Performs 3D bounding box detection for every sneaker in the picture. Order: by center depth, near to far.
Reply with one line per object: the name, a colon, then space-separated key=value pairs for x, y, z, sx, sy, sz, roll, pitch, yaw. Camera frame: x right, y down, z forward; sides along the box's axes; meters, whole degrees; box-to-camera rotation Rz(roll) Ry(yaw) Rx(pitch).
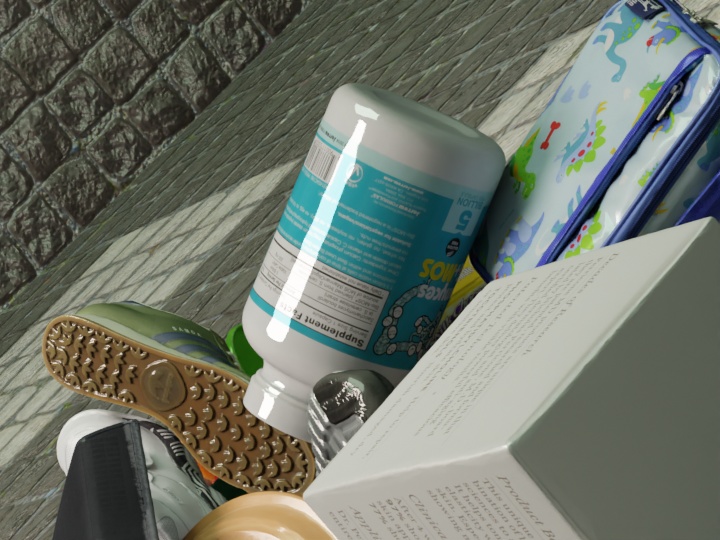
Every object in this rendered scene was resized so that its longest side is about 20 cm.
sneaker: x=0.034 y=0.096 z=1.628 sx=0.115 sy=0.075 sz=0.200 roll=-24 pitch=-25 yaw=-16
sneaker: x=-0.142 y=0.144 z=1.720 sx=0.200 sy=0.115 sz=0.075 roll=42 pitch=104 yaw=36
sneaker: x=-0.094 y=0.070 z=1.771 sx=0.090 sy=0.200 sz=0.067 roll=-28 pitch=-39 yaw=-61

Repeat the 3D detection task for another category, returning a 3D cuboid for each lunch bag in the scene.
lunch bag: x=0.154 y=-0.051 z=1.616 sx=0.200 sy=0.082 sz=0.161 roll=-55 pitch=28 yaw=13

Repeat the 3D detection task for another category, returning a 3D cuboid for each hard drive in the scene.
hard drive: x=-0.149 y=0.197 z=1.575 sx=0.135 sy=0.042 sz=0.201 roll=-107 pitch=26 yaw=-56

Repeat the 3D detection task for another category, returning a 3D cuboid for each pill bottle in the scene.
pill bottle: x=0.000 y=0.000 z=1.660 sx=0.111 sy=0.110 sz=0.201 roll=-106 pitch=38 yaw=-77

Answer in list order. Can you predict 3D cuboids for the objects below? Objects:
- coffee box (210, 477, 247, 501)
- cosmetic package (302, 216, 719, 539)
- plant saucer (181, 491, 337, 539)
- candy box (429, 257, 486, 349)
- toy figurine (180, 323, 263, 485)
coffee box: x=-0.111 y=0.211 z=1.825 sx=0.200 sy=0.044 sz=0.123 roll=-46 pitch=-24 yaw=-22
cosmetic package: x=0.116 y=0.102 z=1.366 sx=0.166 sy=0.168 sz=0.200 roll=-46 pitch=14 yaw=-28
plant saucer: x=-0.056 y=0.216 z=1.502 sx=0.200 sy=0.032 sz=0.201 roll=-14 pitch=70 yaw=43
candy box: x=0.065 y=0.033 z=1.879 sx=0.200 sy=0.026 sz=0.103 roll=-33 pitch=-33 yaw=-48
toy figurine: x=-0.077 y=0.124 z=1.928 sx=0.184 sy=0.150 sz=0.200 roll=-46 pitch=-21 yaw=24
